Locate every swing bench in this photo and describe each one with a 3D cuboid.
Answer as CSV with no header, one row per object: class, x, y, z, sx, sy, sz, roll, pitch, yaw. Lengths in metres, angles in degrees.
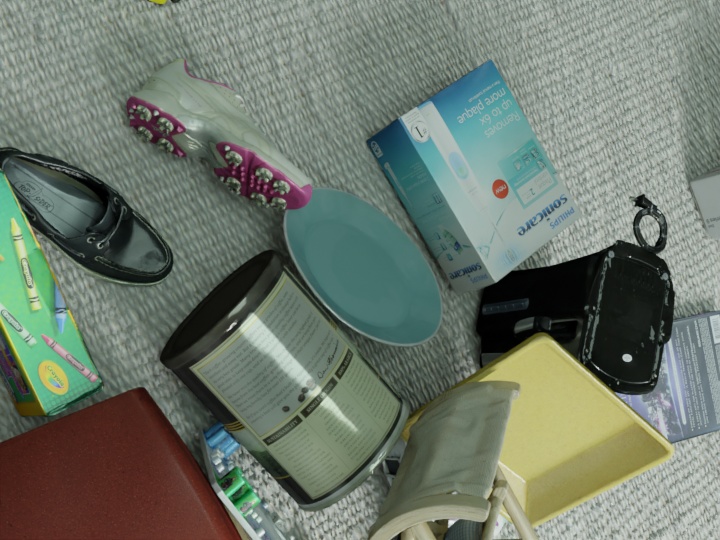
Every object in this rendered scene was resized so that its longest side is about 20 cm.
swing bench,0.082,0.232,0.967,0.199,0.127,0.203,-54,134,-63

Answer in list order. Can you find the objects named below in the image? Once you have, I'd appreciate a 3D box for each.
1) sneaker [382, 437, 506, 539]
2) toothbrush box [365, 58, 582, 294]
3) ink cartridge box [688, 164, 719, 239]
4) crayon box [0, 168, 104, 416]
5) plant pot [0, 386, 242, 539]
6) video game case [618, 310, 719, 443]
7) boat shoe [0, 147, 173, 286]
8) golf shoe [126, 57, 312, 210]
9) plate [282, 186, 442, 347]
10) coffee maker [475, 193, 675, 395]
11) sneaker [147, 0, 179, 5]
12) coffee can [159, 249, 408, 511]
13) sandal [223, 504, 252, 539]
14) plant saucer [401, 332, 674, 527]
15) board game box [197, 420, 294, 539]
sneaker,0.056,0.249,1.130,0.199,0.077,0.141,41,66,-17
toothbrush box,0.124,-0.100,1.201,0.145,0.085,0.202,-33,96,-27
ink cartridge box,0.538,-0.120,1.392,0.198,0.145,0.089,-27,95,-27
crayon box,-0.299,0.025,0.950,0.058,0.118,0.203,-27,96,-27
plant pot,-0.207,0.210,0.921,0.197,0.200,0.179,-20,79,-10
video game case,0.378,0.135,1.347,0.197,0.019,0.146,-9,87,-27
boat shoe,-0.252,-0.051,1.014,0.198,0.066,0.075,38,68,-18
golf shoe,-0.125,-0.136,1.074,0.198,0.075,0.092,31,58,-5
plate,0.000,0.000,1.119,0.198,0.026,0.202,27,37,-23
coffee maker,0.231,0.041,1.180,0.135,0.199,0.193,43,67,-18
sneaker,-0.242,-0.324,1.045,0.197,0.085,0.080,15,77,-24
coffee can,-0.070,0.104,1.044,0.200,0.146,0.147,49,65,-14
sandal,-0.112,0.312,1.050,0.069,0.078,0.214,-26,90,-7
plant saucer,0.169,0.150,1.078,0.199,0.199,0.049,39,35,-21
board game box,-0.072,0.235,0.997,0.026,0.200,0.201,-37,102,-6
